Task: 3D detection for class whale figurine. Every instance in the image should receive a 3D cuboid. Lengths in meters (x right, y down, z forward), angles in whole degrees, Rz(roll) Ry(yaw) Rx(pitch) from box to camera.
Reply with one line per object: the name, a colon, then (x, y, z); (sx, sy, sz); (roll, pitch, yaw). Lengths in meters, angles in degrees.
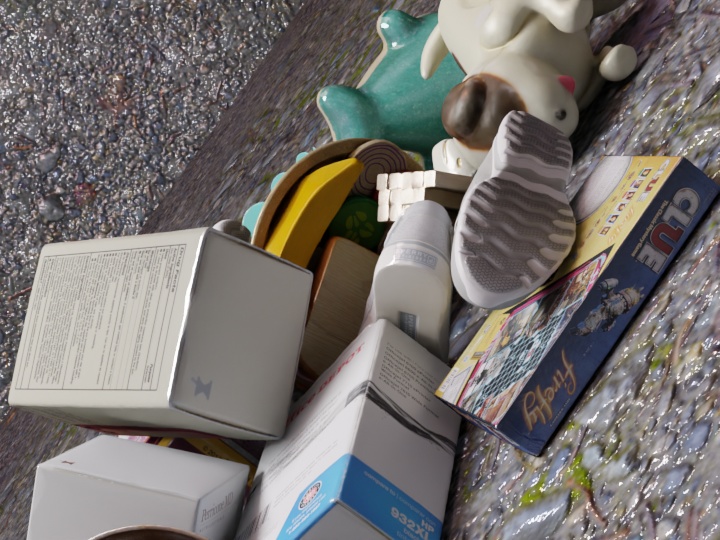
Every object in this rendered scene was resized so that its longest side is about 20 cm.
whale figurine: (0.057, -0.153, 1.521); (0.199, 0.160, 0.103); (-24, 12, -37)

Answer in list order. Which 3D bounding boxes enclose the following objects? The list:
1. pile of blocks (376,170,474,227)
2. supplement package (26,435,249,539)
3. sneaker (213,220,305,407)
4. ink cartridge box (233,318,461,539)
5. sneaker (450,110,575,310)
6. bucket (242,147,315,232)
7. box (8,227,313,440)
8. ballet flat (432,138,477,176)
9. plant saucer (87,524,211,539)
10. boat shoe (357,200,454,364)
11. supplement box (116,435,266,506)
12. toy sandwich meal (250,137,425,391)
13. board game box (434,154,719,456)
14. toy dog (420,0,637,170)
pile of blocks: (0.077, -0.031, 1.294); (0.200, 0.081, 0.063); (11, -99, -67)
supplement package: (-0.158, 0.226, 1.170); (0.117, 0.116, 0.202); (-20, -61, -76)
sneaker: (-0.089, 0.061, 1.391); (0.082, 0.201, 0.075); (-22, 6, 27)
ink cartridge box: (-0.011, 0.150, 1.157); (0.145, 0.083, 0.201); (-47, 14, 31)
sneaker: (0.098, -0.024, 1.147); (0.082, 0.074, 0.200); (-64, -1, 34)
bucket: (-0.046, 0.011, 1.517); (0.207, 0.134, 0.207); (-49, 13, 15)
box: (-0.146, 0.050, 1.259); (0.199, 0.109, 0.129); (-3, 71, 45)
ballet flat: (0.097, -0.100, 1.455); (0.201, 0.072, 0.072); (-60, 15, -24)
plant saucer: (-0.119, 0.255, 1.079); (0.201, 0.200, 0.034); (-49, -13, 15)
boat shoe: (0.034, 0.021, 1.234); (0.201, 0.071, 0.069); (87, -161, -58)
supplement box: (-0.125, 0.164, 1.411); (0.103, 0.131, 0.200); (-51, 13, 8)
toy sandwich meal: (0.000, 0.000, 1.330); (0.206, 0.205, 0.070); (-56, 33, -11)
board game box: (0.134, 0.017, 1.106); (0.201, 0.035, 0.135); (-54, 13, -4)
toy dog: (0.119, -0.167, 1.372); (0.193, 0.140, 0.201); (-16, 48, 24)
